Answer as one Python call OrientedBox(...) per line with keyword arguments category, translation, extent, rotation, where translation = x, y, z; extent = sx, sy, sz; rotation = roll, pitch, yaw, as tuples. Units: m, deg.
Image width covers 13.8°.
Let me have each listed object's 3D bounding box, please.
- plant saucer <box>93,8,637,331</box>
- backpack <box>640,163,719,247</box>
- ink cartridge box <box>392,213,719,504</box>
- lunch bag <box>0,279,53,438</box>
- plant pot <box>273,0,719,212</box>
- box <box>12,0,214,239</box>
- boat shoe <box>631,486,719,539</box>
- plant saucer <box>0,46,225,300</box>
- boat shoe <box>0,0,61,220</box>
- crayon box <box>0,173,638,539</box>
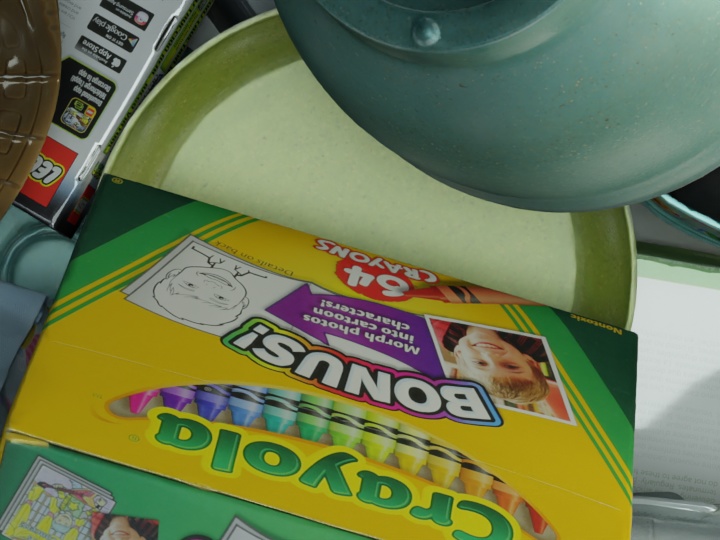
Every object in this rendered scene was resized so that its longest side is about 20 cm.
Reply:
OrientedBox(category="plant saucer", translation=(0.000, 0.000, 1.083), extent=(0.200, 0.031, 0.200), rotation=(0, 94, -1))
OrientedBox(category="backpack", translation=(0.171, -0.097, 1.067), extent=(0.176, 0.153, 0.200), rotation=(10, 83, -3))
OrientedBox(category="ink cartridge box", translation=(0.070, 0.085, 1.130), extent=(0.145, 0.048, 0.200), rotation=(9, 97, -3))
OrientedBox(category="lunch bag", translation=(-0.167, 0.112, 1.035), extent=(0.127, 0.170, 0.200), rotation=(21, 114, -4))
OrientedBox(category="plant pot", translation=(0.048, -0.121, 0.957), extent=(0.200, 0.134, 0.200), rotation=(-1, 88, 21))
OrientedBox(category="box", translation=(-0.165, -0.109, 1.086), extent=(0.200, 0.035, 0.110), rotation=(31, 87, 7))
OrientedBox(category="boat shoe", translation=(0.105, 0.109, 1.056), extent=(0.200, 0.069, 0.072), rotation=(2, 125, 16))
OrientedBox(category="plant saucer", translation=(-0.115, 0.002, 1.120), extent=(0.200, 0.036, 0.200), rotation=(0, 94, -2))
OrientedBox(category="boat shoe", translation=(-0.138, -0.097, 1.032), extent=(0.073, 0.063, 0.200), rotation=(13, 101, -16))
OrientedBox(category="crayon box", translation=(-0.011, 0.055, 0.983), extent=(0.200, 0.173, 0.058), rotation=(16, 118, -3))
